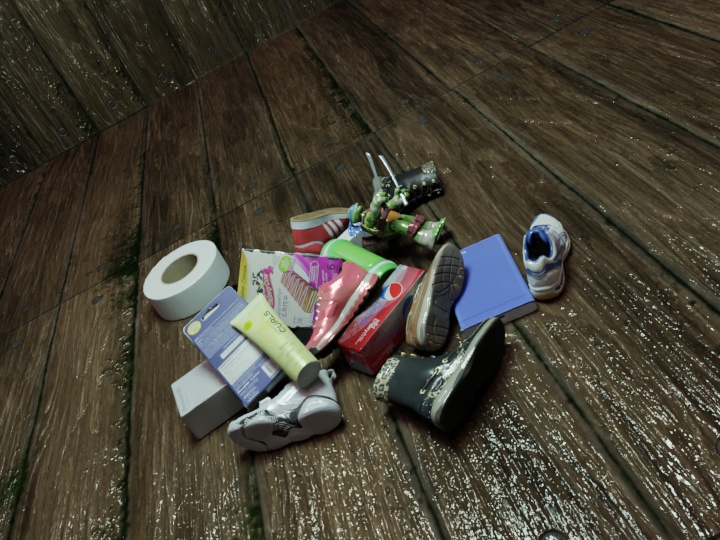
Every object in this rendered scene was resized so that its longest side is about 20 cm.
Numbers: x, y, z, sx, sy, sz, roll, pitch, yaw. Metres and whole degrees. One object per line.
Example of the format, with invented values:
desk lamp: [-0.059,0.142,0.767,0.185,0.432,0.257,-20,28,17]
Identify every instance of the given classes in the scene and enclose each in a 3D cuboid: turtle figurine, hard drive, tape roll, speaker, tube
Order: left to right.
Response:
tape roll: [-0.411,0.021,1.596,0.197,0.072,0.205,-19,36,14]
tube: [-0.145,0.117,1.143,0.057,0.053,0.199,-9,37,-41]
speaker: [0.000,0.000,1.321,0.088,0.090,0.198,-40,36,-18]
turtle figurine: [0.077,-0.133,1.325,0.189,0.144,0.205,22,78,9]
hard drive: [0.217,0.023,1.192,0.129,0.026,0.202,-23,35,8]

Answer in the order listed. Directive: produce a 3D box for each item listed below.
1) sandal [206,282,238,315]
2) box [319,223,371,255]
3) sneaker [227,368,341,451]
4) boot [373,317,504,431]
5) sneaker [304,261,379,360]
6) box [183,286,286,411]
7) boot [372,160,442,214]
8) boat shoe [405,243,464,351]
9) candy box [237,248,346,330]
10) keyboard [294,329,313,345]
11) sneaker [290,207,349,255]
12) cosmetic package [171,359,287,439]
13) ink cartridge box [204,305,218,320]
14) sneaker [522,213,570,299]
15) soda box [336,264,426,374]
sandal: [-0.263,0.051,1.473,0.198,0.049,0.075,-36,35,-11]
box: [-0.055,-0.027,1.434,0.200,0.042,0.038,-45,38,-21]
sneaker: [-0.125,0.226,1.134,0.194,0.076,0.116,-16,35,9]
boot: [0.123,0.143,1.053,0.151,0.074,0.204,8,47,44]
sneaker: [-0.051,0.071,1.194,0.086,0.074,0.201,35,75,13]
box: [-0.213,0.132,1.194,0.121,0.033,0.199,-43,65,-11]
boot: [0.104,-0.159,1.463,0.150,0.075,0.206,-17,37,10]
boat shoe: [0.122,0.043,1.168,0.071,0.075,0.204,-15,45,51]
candy box: [-0.130,0.037,1.266,0.193,0.061,0.141,5,86,9]
keyboard: [-0.087,0.108,1.314,0.199,0.011,0.056,-41,31,-17]
sneaker: [-0.072,-0.073,1.494,0.197,0.116,0.070,-16,19,-42]
cosmetic package: [-0.242,0.202,1.241,0.197,0.075,0.102,-34,37,-8]
ink cartridge box: [-0.219,0.072,1.369,0.197,0.069,0.116,-33,12,-7]
sneaker: [0.316,-0.047,1.157,0.073,0.089,0.203,-13,36,22]
soda box: [0.048,0.084,1.193,0.062,0.071,0.201,13,52,42]
